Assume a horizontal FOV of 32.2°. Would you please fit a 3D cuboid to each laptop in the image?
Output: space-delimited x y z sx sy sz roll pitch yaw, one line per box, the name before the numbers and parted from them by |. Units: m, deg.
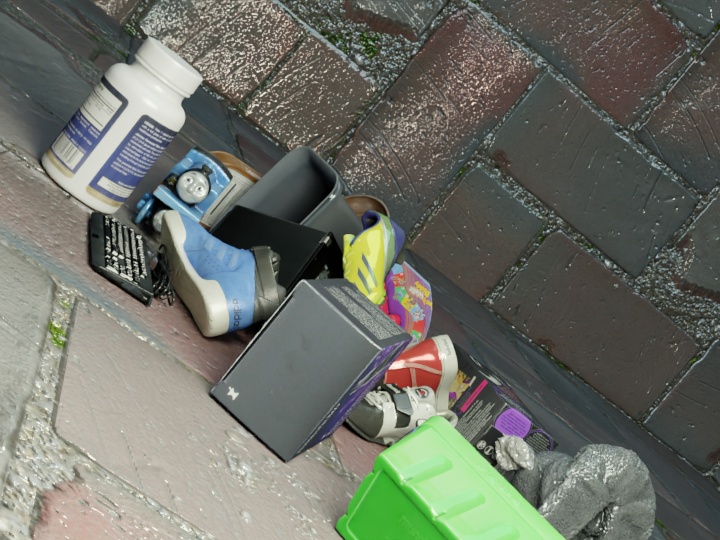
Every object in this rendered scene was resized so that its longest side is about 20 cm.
laptop | -0.102 0.032 1.531 0.200 0.116 0.187 63 32 -20

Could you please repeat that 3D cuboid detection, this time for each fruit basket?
fruit basket | 0.102 0.249 1.138 0.215 0.156 0.216 25 23 -11

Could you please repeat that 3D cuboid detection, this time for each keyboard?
keyboard | -0.246 -0.021 1.373 0.104 0.040 0.200 36 9 -22

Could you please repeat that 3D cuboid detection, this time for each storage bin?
storage bin | -0.098 -0.056 1.776 0.146 0.200 0.134 46 -1 43

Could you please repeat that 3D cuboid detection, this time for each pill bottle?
pill bottle | -0.282 -0.177 1.498 0.111 0.200 0.111 39 8 -6

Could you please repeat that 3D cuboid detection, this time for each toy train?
toy train | -0.228 -0.097 1.616 0.087 0.114 0.200 38 7 -7

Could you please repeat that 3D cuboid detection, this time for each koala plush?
koala plush | 0.263 0.289 1.594 0.177 0.184 0.200 37 -4 -20

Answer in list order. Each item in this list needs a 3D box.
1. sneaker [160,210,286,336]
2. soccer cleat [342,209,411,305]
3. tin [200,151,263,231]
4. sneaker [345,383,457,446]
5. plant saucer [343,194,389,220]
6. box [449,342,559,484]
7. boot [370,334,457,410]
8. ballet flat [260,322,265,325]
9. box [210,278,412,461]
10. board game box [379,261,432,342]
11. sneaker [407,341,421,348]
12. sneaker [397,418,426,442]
sneaker | -0.152 -0.005 1.414 0.111 0.077 0.200 -10 37 -24
soccer cleat | 0.000 0.000 1.558 0.084 0.065 0.200 40 42 -12
tin | -0.188 -0.101 1.848 0.200 0.112 0.042 31 11 -43
sneaker | 0.040 0.164 1.493 0.200 0.089 0.074 30 13 -43
plant saucer | -0.035 -0.026 1.844 0.035 0.200 0.200 50 0 -36
box | 0.173 0.211 1.776 0.122 0.106 0.200 38 7 -27
boot | 0.039 0.159 1.588 0.200 0.144 0.073 94 -20 -55
ballet flat | -0.111 0.038 1.585 0.200 0.064 0.076 44 8 31
box | -0.044 0.094 1.264 0.104 0.148 0.200 41 9 8
board game box | 0.014 0.047 1.832 0.200 0.158 0.039 44 25 29
sneaker | 0.061 0.143 1.691 0.200 0.071 0.080 27 54 -73
sneaker | 0.073 0.221 1.390 0.115 0.081 0.199 39 0 27
